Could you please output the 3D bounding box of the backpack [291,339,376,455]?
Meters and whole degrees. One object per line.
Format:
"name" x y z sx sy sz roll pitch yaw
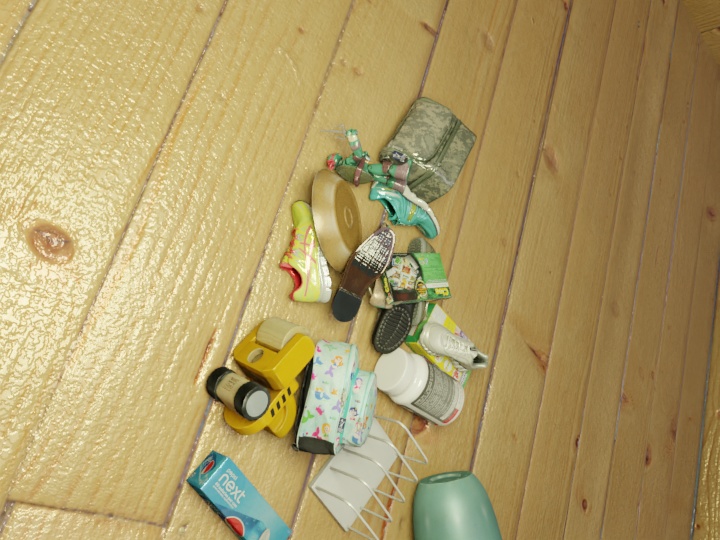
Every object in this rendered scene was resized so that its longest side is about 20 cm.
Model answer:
"backpack" -0.043 0.233 1.050 0.147 0.178 0.204 3 77 5

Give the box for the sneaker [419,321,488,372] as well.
"sneaker" 0.214 0.172 1.274 0.198 0.080 0.076 31 71 -33

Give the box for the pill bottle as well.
"pill bottle" 0.129 0.253 1.236 0.199 0.113 0.116 36 66 -33

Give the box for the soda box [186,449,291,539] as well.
"soda box" -0.207 0.409 0.976 0.068 0.064 0.202 -46 115 -32

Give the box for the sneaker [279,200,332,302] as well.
"sneaker" -0.114 -0.034 1.076 0.089 0.078 0.204 -9 83 -19

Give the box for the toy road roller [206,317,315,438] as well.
"toy road roller" -0.159 0.199 0.998 0.201 0.122 0.147 -50 130 -27

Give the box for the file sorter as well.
"file sorter" 0.026 0.411 1.134 0.200 0.123 0.140 -47 117 -32

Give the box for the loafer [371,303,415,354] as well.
"loafer" 0.076 0.088 1.226 0.072 0.071 0.203 33 71 -20

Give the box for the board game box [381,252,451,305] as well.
"board game box" 0.116 0.015 1.192 0.198 0.023 0.107 0 71 -46

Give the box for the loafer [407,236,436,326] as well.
"loafer" 0.143 0.027 1.286 0.069 0.075 0.204 15 78 -34

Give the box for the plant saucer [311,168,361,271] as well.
"plant saucer" -0.037 -0.101 1.104 0.200 0.035 0.205 -9 90 -71

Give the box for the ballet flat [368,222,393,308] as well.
"ballet flat" 0.036 -0.014 1.196 0.068 0.066 0.203 80 7 -58

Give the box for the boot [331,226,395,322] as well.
"boot" 0.000 0.000 1.115 0.074 0.097 0.202 32 94 -9

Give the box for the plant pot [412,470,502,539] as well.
"plant pot" 0.202 0.537 1.239 0.198 0.199 0.164 0 74 -40

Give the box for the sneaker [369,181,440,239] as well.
"sneaker" 0.097 -0.132 1.267 0.199 0.077 0.080 39 73 -21

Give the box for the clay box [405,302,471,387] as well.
"clay box" 0.198 0.183 1.341 0.200 0.047 0.116 47 60 -29

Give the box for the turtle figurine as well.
"turtle figurine" 0.005 -0.222 1.160 0.196 0.150 0.103 19 92 3

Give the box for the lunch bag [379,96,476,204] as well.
"lunch bag" 0.145 -0.273 1.274 0.167 0.139 0.202 38 63 -14
